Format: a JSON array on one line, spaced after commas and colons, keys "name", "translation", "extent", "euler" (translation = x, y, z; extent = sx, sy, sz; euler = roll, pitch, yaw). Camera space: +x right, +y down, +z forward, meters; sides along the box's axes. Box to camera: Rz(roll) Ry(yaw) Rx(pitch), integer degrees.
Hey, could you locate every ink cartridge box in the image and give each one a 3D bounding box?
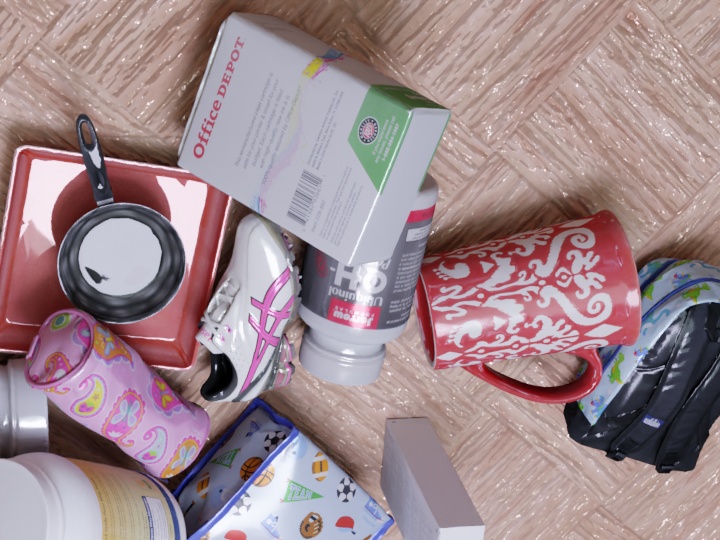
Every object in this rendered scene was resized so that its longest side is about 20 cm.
[{"name": "ink cartridge box", "translation": [-0.043, -0.115, 1.283], "extent": [0.087, 0.199, 0.146], "euler": [-12, 128, -61]}]

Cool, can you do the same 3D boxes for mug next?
[{"name": "mug", "translation": [0.159, 0.045, 1.443], "extent": [0.198, 0.133, 0.179], "euler": [-10, 86, -7]}]

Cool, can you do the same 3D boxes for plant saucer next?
[{"name": "plant saucer", "translation": [-0.231, -0.013, 1.368], "extent": [0.198, 0.037, 0.201], "euler": [7, 112, -19]}]

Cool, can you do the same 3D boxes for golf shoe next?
[{"name": "golf shoe", "translation": [-0.106, 0.041, 1.381], "extent": [0.092, 0.072, 0.202], "euler": [-19, 130, -32]}]

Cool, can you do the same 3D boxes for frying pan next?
[{"name": "frying pan", "translation": [-0.233, -0.036, 1.320], "extent": [0.115, 0.031, 0.191], "euler": [-35, 115, 2]}]

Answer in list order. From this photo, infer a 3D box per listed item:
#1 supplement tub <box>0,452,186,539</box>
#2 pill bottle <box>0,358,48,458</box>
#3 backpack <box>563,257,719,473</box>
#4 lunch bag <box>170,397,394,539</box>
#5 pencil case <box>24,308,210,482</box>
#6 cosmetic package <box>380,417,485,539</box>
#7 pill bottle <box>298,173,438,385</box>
[{"name": "supplement tub", "translation": [-0.264, 0.240, 1.337], "extent": [0.145, 0.145, 0.200], "euler": [-48, 151, 9]}, {"name": "pill bottle", "translation": [-0.384, 0.131, 1.347], "extent": [0.198, 0.114, 0.115], "euler": [-2, 115, -15]}, {"name": "backpack", "translation": [0.315, 0.087, 1.520], "extent": [0.162, 0.155, 0.201], "euler": [14, 131, -19]}, {"name": "lunch bag", "translation": [-0.100, 0.258, 1.474], "extent": [0.170, 0.124, 0.200], "euler": [44, 81, -27]}, {"name": "pencil case", "translation": [-0.221, 0.116, 1.366], "extent": [0.087, 0.088, 0.200], "euler": [-38, 138, 4]}, {"name": "cosmetic package", "translation": [0.069, 0.230, 1.471], "extent": [0.050, 0.200, 0.083], "euler": [-3, 116, -13]}, {"name": "pill bottle", "translation": [0.000, 0.000, 1.396], "extent": [0.110, 0.111, 0.202], "euler": [5, 112, -18]}]
